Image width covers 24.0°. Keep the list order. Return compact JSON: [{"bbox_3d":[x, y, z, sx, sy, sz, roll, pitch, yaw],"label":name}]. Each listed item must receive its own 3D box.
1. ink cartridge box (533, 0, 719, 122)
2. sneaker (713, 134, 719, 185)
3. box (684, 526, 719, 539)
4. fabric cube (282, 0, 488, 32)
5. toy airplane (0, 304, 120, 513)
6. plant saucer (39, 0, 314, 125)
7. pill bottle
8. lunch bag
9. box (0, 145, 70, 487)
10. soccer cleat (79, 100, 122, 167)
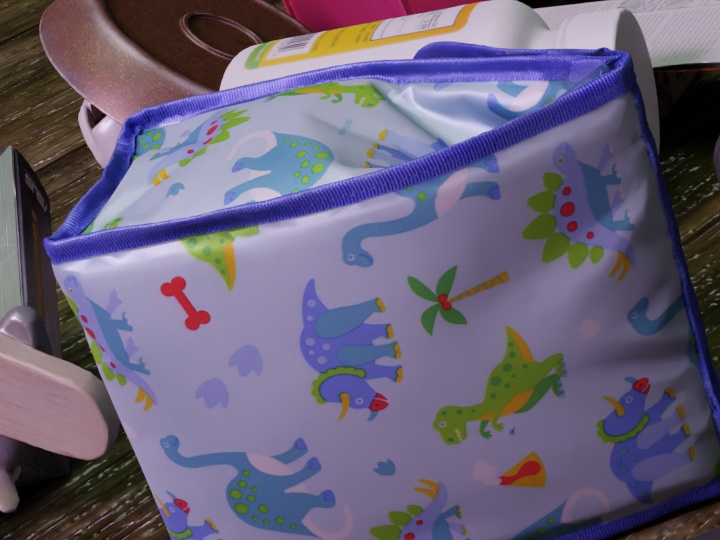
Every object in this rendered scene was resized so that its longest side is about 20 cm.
[{"bbox_3d":[0.131,-0.104,0.907,0.199,0.051,0.109,0,30,32],"label":"ink cartridge box"},{"bbox_3d":[0.202,-0.094,0.776,0.199,0.075,0.115,-24,47,-33],"label":"sneaker"},{"bbox_3d":[0.119,0.135,0.447,0.142,0.036,0.200,-20,26,-3],"label":"box"},{"bbox_3d":[0.045,-0.261,1.071,0.199,0.201,0.196,-28,12,-19],"label":"fabric cube"},{"bbox_3d":[-0.219,0.026,0.676,0.198,0.201,0.141,-30,0,12],"label":"toy airplane"},{"bbox_3d":[-0.083,-0.121,0.967,0.199,0.035,0.201,19,29,-11],"label":"plant saucer"},{"bbox_3d":[0.040,-0.071,0.829,0.199,0.112,0.111,-7,27,24],"label":"pill bottle"},{"bbox_3d":[0.018,0.018,0.596,0.199,0.171,0.128,-10,30,20],"label":"lunch bag"},{"bbox_3d":[-0.240,0.042,0.786,0.199,0.048,0.159,-15,55,7],"label":"box"},{"bbox_3d":[-0.133,-0.095,1.011,0.069,0.078,0.200,-38,26,4],"label":"soccer cleat"}]
